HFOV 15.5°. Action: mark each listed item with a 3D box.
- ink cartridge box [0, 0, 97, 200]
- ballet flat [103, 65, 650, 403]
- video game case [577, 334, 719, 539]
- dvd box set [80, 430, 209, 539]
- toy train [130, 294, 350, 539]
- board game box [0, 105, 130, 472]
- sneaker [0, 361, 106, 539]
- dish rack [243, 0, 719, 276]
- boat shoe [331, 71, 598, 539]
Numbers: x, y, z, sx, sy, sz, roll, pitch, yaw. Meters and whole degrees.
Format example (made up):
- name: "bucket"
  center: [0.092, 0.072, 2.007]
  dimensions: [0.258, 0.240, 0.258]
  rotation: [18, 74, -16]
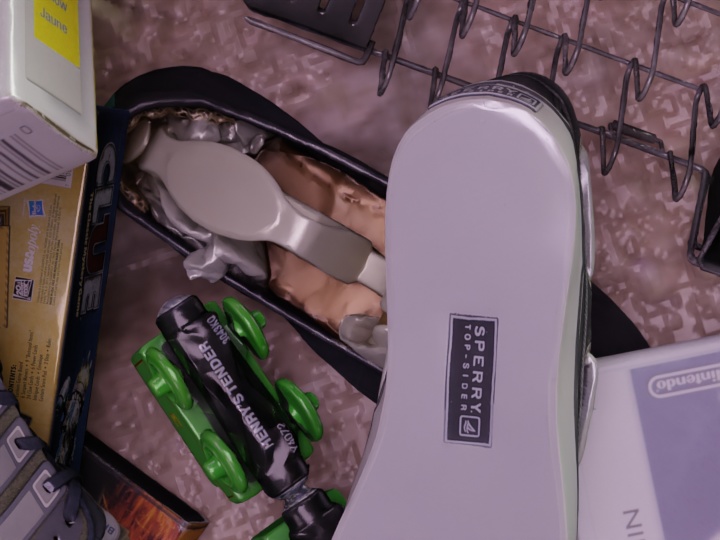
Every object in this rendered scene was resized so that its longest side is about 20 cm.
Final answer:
- name: "ink cartridge box"
  center: [-0.165, -0.085, 0.754]
  dimensions: [0.197, 0.047, 0.200]
  rotation: [-22, 51, 26]
- name: "ballet flat"
  center: [0.000, 0.000, 0.815]
  dimensions: [0.200, 0.073, 0.073]
  rotation: [31, 93, 9]
- name: "video game case"
  center: [0.166, 0.100, 0.786]
  dimensions: [0.200, 0.023, 0.183]
  rotation: [-11, 86, -4]
- name: "dvd box set"
  center: [-0.164, 0.121, 0.854]
  dimensions: [0.146, 0.029, 0.200]
  rotation: [36, 94, 11]
- name: "toy train"
  center: [-0.006, 0.095, 0.808]
  dimensions: [0.042, 0.056, 0.200]
  rotation: [-33, 90, -16]
- name: "board game box"
  center: [-0.152, 0.039, 0.811]
  dimensions: [0.135, 0.035, 0.200]
  rotation: [10, 96, 12]
- name: "sneaker"
  center: [-0.114, 0.055, 0.758]
  dimensions: [0.081, 0.074, 0.200]
  rotation: [0, 92, -9]
- name: "dish rack"
  center: [0.063, -0.096, 0.771]
  dimensions: [0.200, 0.055, 0.154]
  rotation: [20, 122, -5]
- name: "boat shoe"
  center: [0.033, 0.042, 0.755]
  dimensions: [0.072, 0.068, 0.200]
  rotation: [7, 105, 15]
